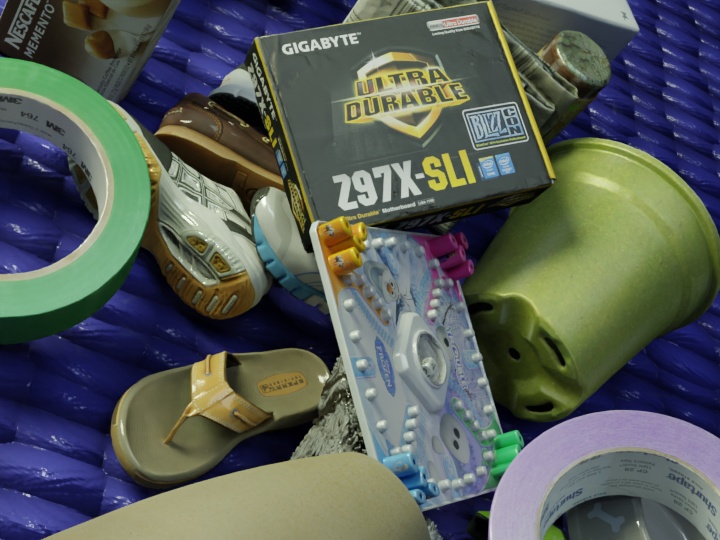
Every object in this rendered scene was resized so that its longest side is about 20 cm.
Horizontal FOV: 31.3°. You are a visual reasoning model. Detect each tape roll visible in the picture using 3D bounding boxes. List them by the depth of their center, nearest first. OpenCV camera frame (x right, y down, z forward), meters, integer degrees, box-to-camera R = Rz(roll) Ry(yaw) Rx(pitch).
[{"bbox_3d":[-0.246,-0.050,0.878,0.200,0.048,0.201,8,62,-16],"label":"tape roll"},{"bbox_3d":[0.187,0.197,0.884,0.199,0.066,0.201,-2,51,2],"label":"tape roll"}]

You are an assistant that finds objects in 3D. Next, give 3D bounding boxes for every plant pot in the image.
[{"bbox_3d":[-0.058,0.190,0.733,0.200,0.187,0.188,-27,74,-37],"label":"plant pot"},{"bbox_3d":[0.170,0.020,1.071,0.200,0.200,0.184,45,54,4],"label":"plant pot"}]

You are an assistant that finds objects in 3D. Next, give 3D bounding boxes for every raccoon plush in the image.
[{"bbox_3d":[0.029,0.145,0.905,0.134,0.097,0.200,35,58,-15],"label":"raccoon plush"}]

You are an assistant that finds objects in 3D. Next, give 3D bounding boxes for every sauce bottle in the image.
[{"bbox_3d":[0.139,-0.127,1.142,0.065,0.200,0.065,19,47,-22],"label":"sauce bottle"}]

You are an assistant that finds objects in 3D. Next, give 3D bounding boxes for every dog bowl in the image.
[{"bbox_3d":[0.248,0.224,1.005,0.200,0.059,0.201,32,39,-30],"label":"dog bowl"}]

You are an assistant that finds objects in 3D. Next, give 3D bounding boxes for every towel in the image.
[{"bbox_3d":[0.057,-0.147,1.100,0.192,0.200,0.035,41,37,-1],"label":"towel"}]

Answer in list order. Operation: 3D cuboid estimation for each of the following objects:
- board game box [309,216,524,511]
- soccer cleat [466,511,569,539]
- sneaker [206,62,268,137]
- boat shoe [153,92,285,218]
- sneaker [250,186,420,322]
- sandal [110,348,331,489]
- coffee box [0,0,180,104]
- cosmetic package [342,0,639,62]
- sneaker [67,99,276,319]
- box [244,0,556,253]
[{"bbox_3d":[0.050,0.063,0.907,0.200,0.026,0.201,3,68,-60],"label":"board game box"},{"bbox_3d":[0.116,0.261,0.917,0.081,0.068,0.200,12,43,-15],"label":"soccer cleat"},{"bbox_3d":[-0.034,-0.117,1.106,0.200,0.074,0.080,31,42,-11],"label":"sneaker"},{"bbox_3d":[-0.072,-0.076,1.045,0.200,0.070,0.070,35,47,-7],"label":"boat shoe"},{"bbox_3d":[0.000,0.000,0.987,0.200,0.087,0.075,45,33,-23],"label":"sneaker"},{"bbox_3d":[-0.091,0.090,0.908,0.200,0.054,0.080,-16,67,-43],"label":"sandal"},{"bbox_3d":[-0.193,-0.233,0.991,0.114,0.200,0.080,32,42,-10],"label":"coffee box"},{"bbox_3d":[0.110,-0.219,1.197,0.199,0.200,0.123,9,51,-30],"label":"cosmetic package"},{"bbox_3d":[-0.142,-0.050,0.986,0.200,0.076,0.088,51,30,3],"label":"sneaker"},{"bbox_3d":[0.030,-0.112,0.971,0.199,0.049,0.160,-13,78,-21],"label":"box"}]
